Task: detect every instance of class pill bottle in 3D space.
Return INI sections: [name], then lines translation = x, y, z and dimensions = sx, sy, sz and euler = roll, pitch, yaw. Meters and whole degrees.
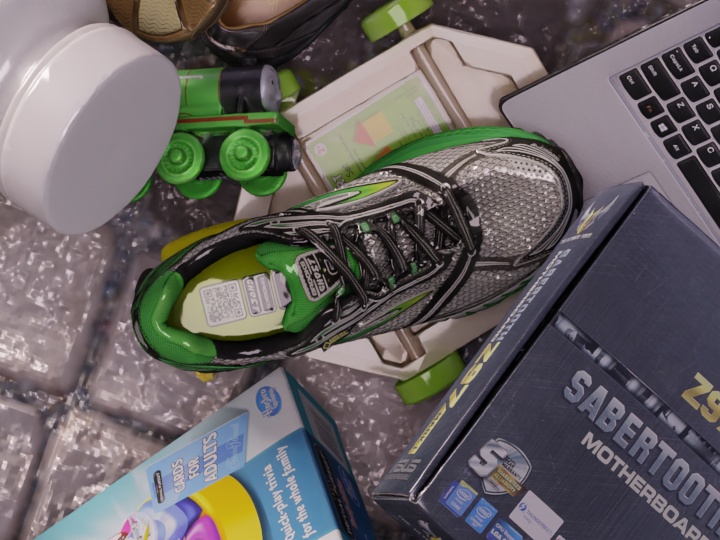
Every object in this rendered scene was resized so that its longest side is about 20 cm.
[pill bottle]
translation = -0.174, -0.099, 1.146
dimensions = 0.199, 0.111, 0.111
euler = 33, 95, 22

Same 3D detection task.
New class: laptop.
[laptop]
translation = 0.165, -0.006, 1.116
dimensions = 0.199, 0.116, 0.188
euler = -25, 109, 35

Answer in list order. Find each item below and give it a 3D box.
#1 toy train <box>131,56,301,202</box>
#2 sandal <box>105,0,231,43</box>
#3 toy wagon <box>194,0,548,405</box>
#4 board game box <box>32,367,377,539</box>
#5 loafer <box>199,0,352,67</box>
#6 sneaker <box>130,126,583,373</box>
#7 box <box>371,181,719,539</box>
[toy train]
translation = -0.121, -0.058, 1.200
dimensions = 0.198, 0.042, 0.057
euler = -3, 78, 13
[sandal]
translation = -0.044, -0.186, 1.160
dimensions = 0.080, 0.054, 0.201
euler = 27, 97, 21
[toy wagon]
translation = 0.004, -0.020, 1.225
dimensions = 0.199, 0.040, 0.156
euler = -31, 94, 3
[board game box]
translation = -0.085, 0.153, 1.173
dimensions = 0.199, 0.151, 0.047
euler = -35, 127, 9
[loafer]
translation = 0.006, -0.164, 1.194
dimensions = 0.073, 0.072, 0.200
euler = 39, 94, -3
[sneaker]
translation = 0.000, 0.000, 1.164
dimensions = 0.199, 0.085, 0.078
euler = -22, 96, 2
[box]
translation = 0.127, 0.089, 1.096
dimensions = 0.200, 0.051, 0.158
euler = 42, 74, -13
